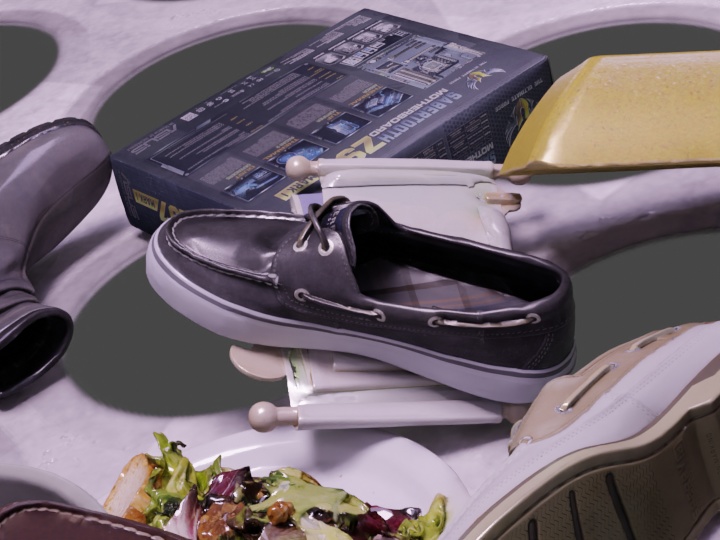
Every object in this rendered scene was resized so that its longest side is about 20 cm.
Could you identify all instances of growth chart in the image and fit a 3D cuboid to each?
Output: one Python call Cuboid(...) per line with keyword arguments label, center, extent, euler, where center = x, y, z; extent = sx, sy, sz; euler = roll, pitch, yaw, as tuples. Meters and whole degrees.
Cuboid(label="growth chart", center=(0.013, 0.005, 0.903), extent=(0.143, 0.018, 0.201), euler=(4, 41, -2))

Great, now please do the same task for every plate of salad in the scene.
Cuboid(label="plate of salad", center=(-0.051, 0.117, 0.781), extent=(0.198, 0.048, 0.201), euler=(-12, 30, 7))

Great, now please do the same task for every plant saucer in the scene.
Cuboid(label="plant saucer", center=(0.165, -0.070, 0.863), extent=(0.198, 0.049, 0.200), euler=(-2, 1, 0))

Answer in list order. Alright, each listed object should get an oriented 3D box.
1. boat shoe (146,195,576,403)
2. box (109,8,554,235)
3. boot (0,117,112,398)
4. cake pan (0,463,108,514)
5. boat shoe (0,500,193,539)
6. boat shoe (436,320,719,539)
Cuboid(label="boat shoe", center=(0.000, 0.000, 0.844), extent=(0.199, 0.067, 0.070), euler=(18, 43, 15))
Cuboid(label="box", center=(-0.013, -0.070, 1.062), extent=(0.200, 0.051, 0.157), euler=(-35, 35, -29))
Cuboid(label="boot", center=(-0.182, 0.008, 1.012), extent=(0.200, 0.070, 0.131), euler=(-44, 40, -18))
Cuboid(label="cake pan", center=(-0.170, 0.163, 0.736), extent=(0.199, 0.037, 0.201), euler=(-16, 41, 14))
Cuboid(label="boat shoe", center=(-0.043, 0.121, 0.666), extent=(0.199, 0.072, 0.072), euler=(25, 49, 7))
Cuboid(label="boat shoe", center=(0.093, 0.081, 0.755), extent=(0.199, 0.075, 0.068), euler=(-28, 26, -32))
